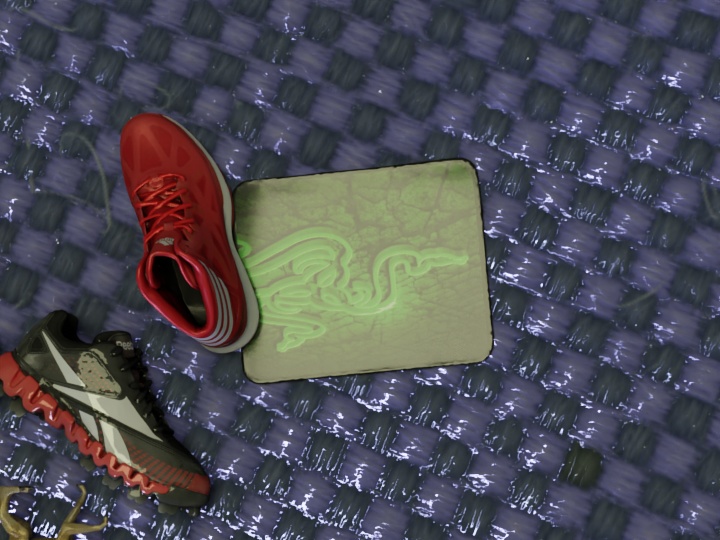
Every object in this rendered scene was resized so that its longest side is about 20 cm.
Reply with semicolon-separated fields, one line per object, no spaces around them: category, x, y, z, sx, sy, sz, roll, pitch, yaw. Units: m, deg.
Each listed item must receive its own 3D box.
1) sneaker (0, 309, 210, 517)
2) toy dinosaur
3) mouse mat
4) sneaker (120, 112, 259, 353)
sneaker;-0.184;0.103;1.191;0.200;0.071;0.098;36;89;11
toy dinosaur;-0.259;0.215;1.191;0.198;0.058;0.102;-3;83;6
mouse mat;0.000;0.000;1.219;0.198;0.008;0.163;-6;81;6
sneaker;-0.138;-0.038;1.182;0.078;0.116;0.201;-28;79;5
